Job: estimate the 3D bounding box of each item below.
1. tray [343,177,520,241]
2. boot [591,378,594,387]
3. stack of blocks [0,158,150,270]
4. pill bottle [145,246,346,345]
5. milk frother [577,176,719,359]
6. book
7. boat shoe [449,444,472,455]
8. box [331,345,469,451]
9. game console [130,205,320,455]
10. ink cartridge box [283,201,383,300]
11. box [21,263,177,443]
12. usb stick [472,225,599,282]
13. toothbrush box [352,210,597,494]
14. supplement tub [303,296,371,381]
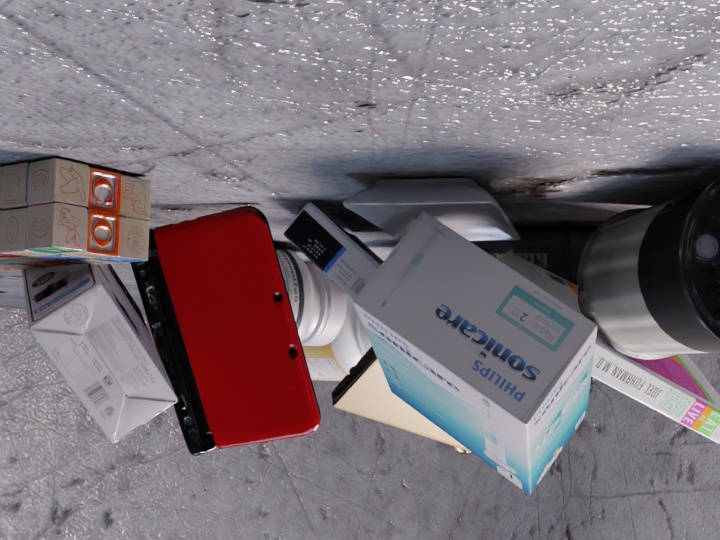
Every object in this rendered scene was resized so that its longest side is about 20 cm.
[{"bbox_3d":[0.061,-0.044,0.794,0.105,0.023,0.200,-1,174,14],"label":"tray"},{"bbox_3d":[0.228,0.062,1.030,0.199,0.066,0.164,-38,150,17],"label":"boot"},{"bbox_3d":[-0.259,-0.037,0.754,0.197,0.060,0.114,-3,174,35],"label":"stack of blocks"},{"bbox_3d":[-0.118,0.032,1.123,0.197,0.122,0.118,6,173,-40],"label":"pill bottle"},{"bbox_3d":[0.266,0.043,0.725,0.177,0.205,0.188,-2,176,-7],"label":"milk frother"},{"bbox_3d":[0.212,0.064,0.885,0.198,0.048,0.134,28,-165,-26],"label":"book"},{"bbox_3d":[0.100,0.085,1.038,0.073,0.205,0.075,-6,-145,-16],"label":"boat shoe"},{"bbox_3d":[0.097,0.097,0.967,0.197,0.021,0.164,21,127,-27],"label":"box"},{"bbox_3d":[-0.128,0.047,0.941,0.117,0.204,0.172,-17,-169,-12],"label":"game console"},{"bbox_3d":[0.000,0.000,0.918,0.099,0.039,0.200,42,-177,12],"label":"ink cartridge box"},{"bbox_3d":[-0.216,0.038,0.847,0.060,0.118,0.200,-32,-155,-8],"label":"box"},{"bbox_3d":[0.143,-0.014,0.941,0.196,0.056,0.033,0,-149,17],"label":"usb stick"},{"bbox_3d":[0.087,0.067,0.767,0.145,0.086,0.201,34,167,23],"label":"toothbrush box"},{"bbox_3d":[-0.020,0.069,1.359,0.198,0.148,0.143,-4,172,44],"label":"supplement tub"}]
